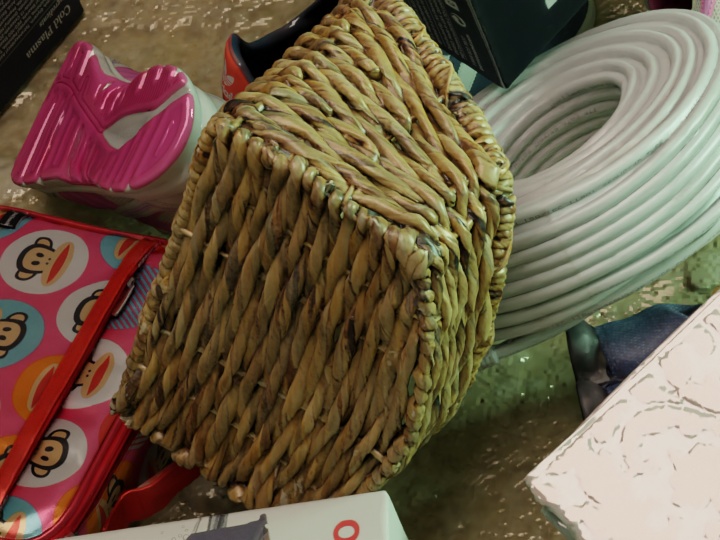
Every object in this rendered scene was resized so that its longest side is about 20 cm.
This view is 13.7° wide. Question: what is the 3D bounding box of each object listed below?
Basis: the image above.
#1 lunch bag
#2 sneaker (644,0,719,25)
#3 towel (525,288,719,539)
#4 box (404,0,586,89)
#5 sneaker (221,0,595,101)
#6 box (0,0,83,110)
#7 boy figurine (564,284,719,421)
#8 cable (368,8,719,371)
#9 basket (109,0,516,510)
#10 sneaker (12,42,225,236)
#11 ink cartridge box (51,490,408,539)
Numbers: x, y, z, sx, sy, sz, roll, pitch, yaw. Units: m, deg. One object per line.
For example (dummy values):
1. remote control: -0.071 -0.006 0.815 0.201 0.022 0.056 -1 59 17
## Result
1. lunch bag: -0.154 0.069 1.428 0.176 0.082 0.200 12 53 20
2. sneaker: 0.185 -0.164 1.524 0.088 0.081 0.200 -7 48 9
3. towel: 0.203 0.095 1.281 0.191 0.032 0.200 -42 68 -9
4. box: 0.036 -0.212 1.466 0.200 0.107 0.149 35 76 30
5. sneaker: 0.023 -0.118 1.529 0.199 0.085 0.075 -23 48 -4
6. box: -0.275 -0.194 1.617 0.200 0.182 0.104 19 58 30
7. boy figurine: 0.194 0.031 1.365 0.199 0.065 0.125 -14 48 3
8. cable: 0.098 -0.046 1.412 0.199 0.069 0.200 -24 24 21
9. basket: 0.000 0.000 1.337 0.142 0.200 0.149 32 42 11
10. sneaker: -0.106 -0.056 1.503 0.200 0.088 0.082 22 85 60
11. ink cartridge box: -0.071 0.186 1.295 0.199 0.084 0.145 -10 49 9
